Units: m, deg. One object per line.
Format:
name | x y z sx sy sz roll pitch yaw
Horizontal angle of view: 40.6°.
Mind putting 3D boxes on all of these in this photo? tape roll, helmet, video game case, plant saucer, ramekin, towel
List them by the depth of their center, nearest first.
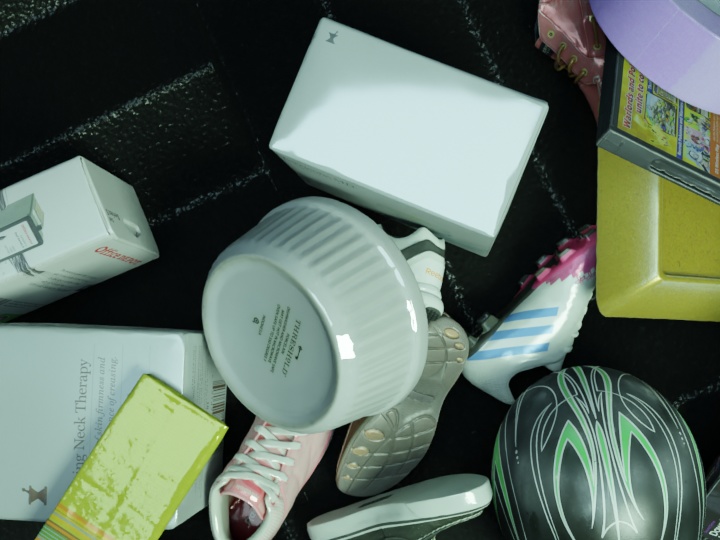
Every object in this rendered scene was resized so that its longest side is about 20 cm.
towel | -0.195 0.189 0.795 0.086 0.018 0.200 33 90 0
ramekin | -0.049 0.045 0.829 0.202 0.094 0.203 18 120 35
video game case | 0.291 -0.142 0.836 0.180 0.026 0.200 24 51 -9
tape roll | 0.298 -0.229 0.839 0.199 0.066 0.201 14 51 -18
helmet | 0.204 0.183 0.846 0.199 0.200 0.192 -8 102 5
plant saucer | 0.307 -0.056 0.871 0.199 0.048 0.201 4 85 -24

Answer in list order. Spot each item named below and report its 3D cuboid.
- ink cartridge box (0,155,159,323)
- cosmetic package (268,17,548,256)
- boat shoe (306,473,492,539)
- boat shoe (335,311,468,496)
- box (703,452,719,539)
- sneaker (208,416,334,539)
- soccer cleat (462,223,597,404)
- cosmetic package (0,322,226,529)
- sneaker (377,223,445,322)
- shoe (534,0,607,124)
ink cartridge box | -0.311 -0.020 0.919 0.199 0.146 0.084 -23 83 3
cosmetic package | 0.046 -0.108 0.866 0.199 0.200 0.123 22 88 7
boat shoe | 0.041 0.234 0.883 0.200 0.071 0.064 -25 85 35
boat shoe | 0.035 0.123 0.918 0.076 0.072 0.200 25 104 -23
box | 0.402 0.210 0.848 0.199 0.143 0.036 17 46 5
sneaker | -0.080 0.174 0.906 0.075 0.105 0.201 23 87 8
soccer cleat | 0.180 0.041 0.915 0.200 0.070 0.086 -43 93 6
cosmetic package | -0.237 0.134 0.891 0.199 0.166 0.168 1 87 6
sneaker | 0.000 0.000 0.901 0.199 0.074 0.080 3 73 39
shoe | 0.212 -0.201 0.926 0.091 0.071 0.201 0 80 6
